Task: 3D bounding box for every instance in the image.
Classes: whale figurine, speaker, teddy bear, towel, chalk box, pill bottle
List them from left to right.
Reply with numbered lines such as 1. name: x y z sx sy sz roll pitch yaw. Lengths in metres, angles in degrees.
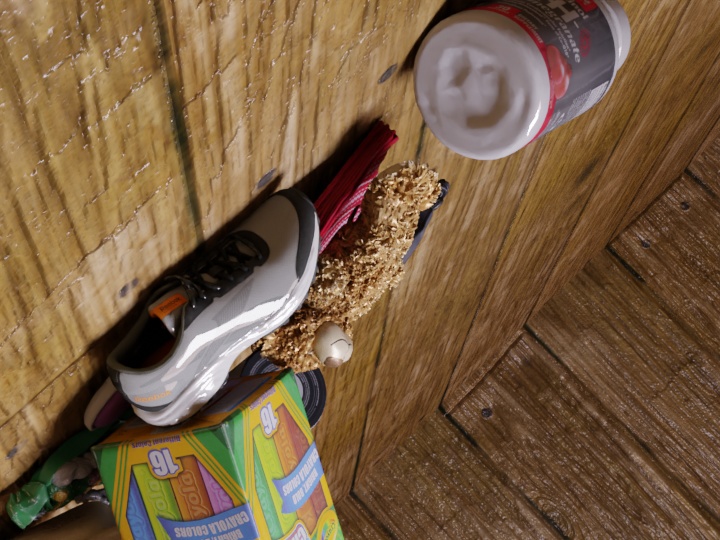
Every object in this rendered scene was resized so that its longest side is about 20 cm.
1. whale figurine: -0.226 0.252 1.293 0.158 0.105 0.200 -23 -178 -33
2. chalk box: -0.098 0.195 1.215 0.123 0.202 0.125 -12 -167 25
3. speaker: -0.102 0.128 1.386 0.081 0.081 0.200 -38 180 -30
4. towel: -0.032 -0.022 1.290 0.145 0.022 0.200 -53 174 -29
5. teddy bear: 0.000 0.000 1.231 0.200 0.067 0.145 -52 173 -12
6. pill bottle: 0.134 -0.163 1.228 0.200 0.111 0.111 -31 163 -52

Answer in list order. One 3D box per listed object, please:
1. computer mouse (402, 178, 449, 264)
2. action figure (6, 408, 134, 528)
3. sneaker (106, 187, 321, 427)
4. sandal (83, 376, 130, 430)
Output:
1. computer mouse: 0.018 -0.026 1.462 0.139 0.053 0.200 -51 -178 15
2. action figure: -0.208 0.154 1.289 0.199 0.055 0.118 -29 163 -44
3. sneaker: -0.103 0.021 1.138 0.201 0.074 0.079 -51 142 -7
4. sandal: -0.128 0.058 1.222 0.203 0.050 0.083 -43 169 -16
